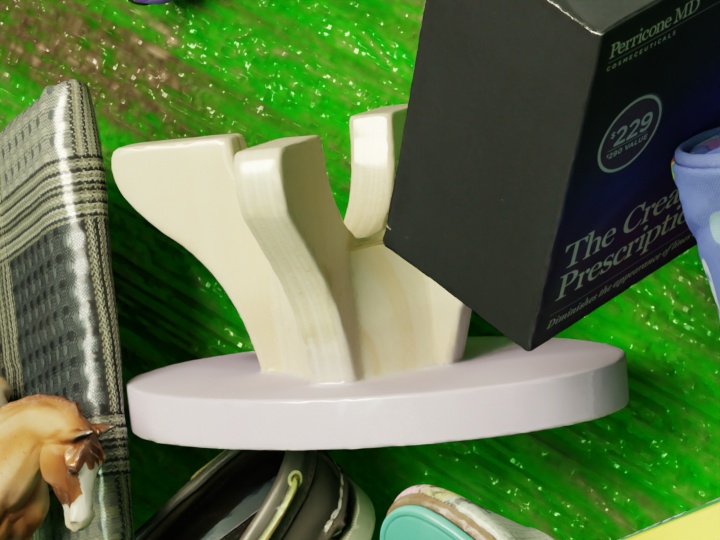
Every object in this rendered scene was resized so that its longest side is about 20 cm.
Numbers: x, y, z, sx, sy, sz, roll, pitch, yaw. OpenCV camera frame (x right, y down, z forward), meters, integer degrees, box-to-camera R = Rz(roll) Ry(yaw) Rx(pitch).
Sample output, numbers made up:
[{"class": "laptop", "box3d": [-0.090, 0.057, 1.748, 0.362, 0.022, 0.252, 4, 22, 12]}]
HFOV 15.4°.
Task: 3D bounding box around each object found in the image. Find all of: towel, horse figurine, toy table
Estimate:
[{"class": "towel", "box3d": [-0.137, 0.032, 1.136, 0.200, 0.034, 0.193, 157, 107, -65]}, {"class": "horse figurine", "box3d": [-0.157, 0.090, 1.084, 0.200, 0.050, 0.133, -141, 55, -62]}, {"class": "toy table", "box3d": [0.000, 0.000, 1.036, 0.199, 0.184, 0.117, -5, 97, 8]}]

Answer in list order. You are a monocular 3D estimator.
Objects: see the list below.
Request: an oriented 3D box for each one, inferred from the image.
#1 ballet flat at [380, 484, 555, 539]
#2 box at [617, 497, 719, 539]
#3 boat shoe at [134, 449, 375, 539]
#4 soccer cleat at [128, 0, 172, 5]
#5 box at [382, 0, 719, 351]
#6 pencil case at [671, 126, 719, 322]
[{"class": "ballet flat", "box3d": [0.091, 0.150, 0.963, 0.200, 0.071, 0.069, 47, 139, 20]}, {"class": "box", "box3d": [0.131, 0.152, 1.005, 0.200, 0.048, 0.118, -26, 72, 28]}, {"class": "boat shoe", "box3d": [-0.087, 0.140, 1.064, 0.201, 0.061, 0.072, -42, 38, -4]}, {"class": "soccer cleat", "box3d": [-0.038, -0.192, 1.131, 0.073, 0.068, 0.200, 37, 102, 25]}, {"class": "box", "box3d": [0.109, -0.082, 0.925, 0.079, 0.200, 0.141, 36, 139, 30]}, {"class": "pencil case", "box3d": [0.160, 0.033, 0.891, 0.078, 0.087, 0.201, -16, 107, 1]}]
